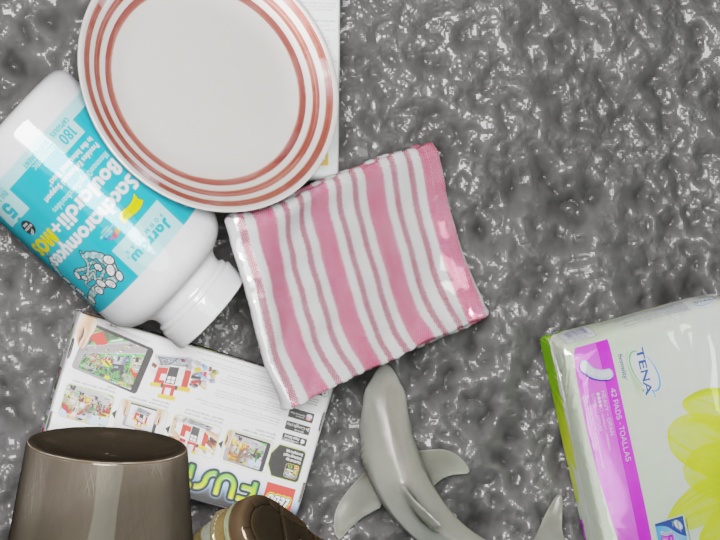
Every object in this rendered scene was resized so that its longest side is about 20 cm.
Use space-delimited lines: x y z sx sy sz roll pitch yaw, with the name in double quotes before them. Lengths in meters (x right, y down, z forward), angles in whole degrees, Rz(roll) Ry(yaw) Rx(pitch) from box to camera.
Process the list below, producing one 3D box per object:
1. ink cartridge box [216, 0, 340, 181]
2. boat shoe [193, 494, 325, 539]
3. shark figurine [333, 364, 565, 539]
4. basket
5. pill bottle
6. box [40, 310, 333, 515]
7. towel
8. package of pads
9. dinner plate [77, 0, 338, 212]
"ink cartridge box" -0.063 -0.167 1.316 0.093 0.037 0.203 0 93 -13
"boat shoe" -0.043 0.239 1.313 0.200 0.076 0.072 45 38 -24
"shark figurine" 0.069 0.185 1.326 0.214 0.089 0.129 36 84 -9
"basket" -0.182 0.218 1.220 0.179 0.135 0.203 -3 100 -45
"pill bottle" -0.177 -0.037 1.252 0.200 0.111 0.111 43 82 -10
"box" -0.130 0.110 1.303 0.198 0.035 0.111 18 87 -13
"towel" 0.000 0.000 1.300 0.199 0.030 0.148 -22 97 -35
"package of pads" 0.237 0.130 1.373 0.153 0.068 0.203 -14 94 -12
"dinner plate" -0.108 -0.135 1.255 0.198 0.024 0.203 8 71 -24
